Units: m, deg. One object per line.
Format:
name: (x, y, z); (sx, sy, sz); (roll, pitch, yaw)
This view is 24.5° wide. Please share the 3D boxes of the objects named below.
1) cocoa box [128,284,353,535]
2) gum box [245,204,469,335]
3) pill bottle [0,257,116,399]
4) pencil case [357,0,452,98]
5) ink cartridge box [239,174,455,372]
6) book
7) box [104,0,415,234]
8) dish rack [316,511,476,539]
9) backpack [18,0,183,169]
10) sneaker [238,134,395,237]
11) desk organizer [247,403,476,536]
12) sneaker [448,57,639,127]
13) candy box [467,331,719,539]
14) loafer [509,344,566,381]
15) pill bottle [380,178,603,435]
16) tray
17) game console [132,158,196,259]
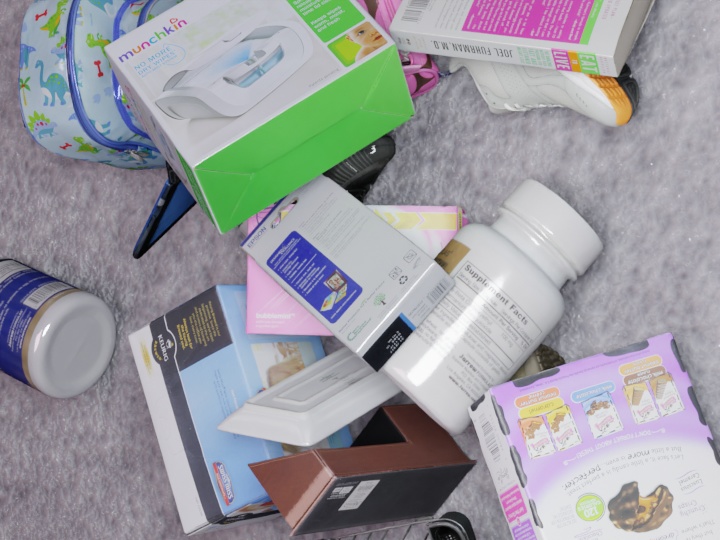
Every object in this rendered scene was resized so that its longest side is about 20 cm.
cocoa box: (-0.108, 0.127, 1.560); (0.131, 0.133, 0.202); (-28, 73, 34)
gum box: (0.000, 0.000, 1.470); (0.197, 0.066, 0.115); (1, 91, 5)
pill bottle: (-0.365, 0.053, 1.772); (0.199, 0.115, 0.117); (21, 102, 36)
pencil case: (0.011, -0.249, 1.500); (0.090, 0.094, 0.202); (-20, 77, -4)
ink cartridge box: (-0.014, -0.005, 1.380); (0.100, 0.039, 0.200); (-48, 44, -1)
book: (0.137, -0.229, 1.364); (0.198, 0.048, 0.135); (12, 60, 27)
box: (-0.085, -0.159, 1.406); (0.199, 0.097, 0.177); (-31, 54, -9)
dish rack: (0.028, 0.297, 1.468); (0.198, 0.055, 0.155); (-14, 99, 25)
backpack: (-0.225, -0.196, 1.613); (0.146, 0.199, 0.186); (-4, 86, 37)
sneaker: (-0.029, -0.053, 1.548); (0.199, 0.066, 0.091); (-35, 73, 36)
desk organizer: (0.003, 0.168, 1.434); (0.077, 0.199, 0.072); (51, 118, 28)
sneaker: (0.153, -0.162, 1.409); (0.200, 0.075, 0.093); (43, 122, 38)
candy box: (0.198, 0.171, 1.301); (0.072, 0.166, 0.202); (124, 130, -68)
loafer: (0.163, 0.164, 1.393); (0.068, 0.075, 0.202); (-31, 62, 34)
pill bottle: (0.104, 0.027, 1.376); (0.200, 0.114, 0.114); (-48, 59, -4)
tray: (-0.026, 0.103, 1.458); (0.106, 0.199, 0.022); (7, 111, 36)
game console: (-0.101, -0.092, 1.535); (0.169, 0.200, 0.120); (9, 123, 21)
